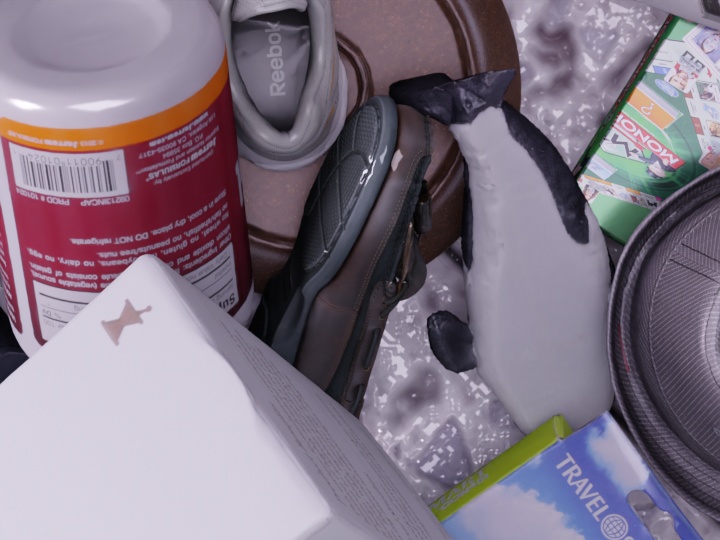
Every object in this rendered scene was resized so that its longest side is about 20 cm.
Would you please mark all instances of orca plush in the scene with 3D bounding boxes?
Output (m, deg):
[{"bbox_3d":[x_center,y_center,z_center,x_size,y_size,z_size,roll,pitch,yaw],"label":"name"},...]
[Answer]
[{"bbox_3d":[0.065,-0.012,1.376,0.105,0.071,0.200,-33,117,4],"label":"orca plush"}]

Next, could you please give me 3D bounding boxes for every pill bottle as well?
[{"bbox_3d":[-0.107,-0.022,1.315,0.113,0.113,0.200,-7,127,-3],"label":"pill bottle"}]

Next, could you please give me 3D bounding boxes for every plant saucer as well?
[{"bbox_3d":[-0.023,-0.085,1.388,0.200,0.034,0.201,0,94,-3],"label":"plant saucer"}]

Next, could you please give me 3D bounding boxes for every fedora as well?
[{"bbox_3d":[0.210,0.040,1.334,0.200,0.090,0.177,43,88,-16],"label":"fedora"}]

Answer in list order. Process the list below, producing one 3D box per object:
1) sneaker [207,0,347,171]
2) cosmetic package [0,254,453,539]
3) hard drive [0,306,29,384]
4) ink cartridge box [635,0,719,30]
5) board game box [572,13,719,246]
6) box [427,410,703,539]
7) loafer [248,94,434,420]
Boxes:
[{"bbox_3d":[-0.044,-0.143,1.320,0.076,0.092,0.200,-15,94,-3],"label":"sneaker"},{"bbox_3d":[-0.064,0.134,1.269,0.166,0.200,0.167,-42,51,5],"label":"cosmetic package"},{"bbox_3d":[-0.266,0.052,1.378,0.200,0.042,0.135,-36,94,0],"label":"hard drive"},{"bbox_3d":[0.192,-0.166,1.347,0.200,0.067,0.116,22,78,18],"label":"ink cartridge box"},{"bbox_3d":[0.211,-0.036,1.404,0.200,0.029,0.135,32,92,-4],"label":"board game box"},{"bbox_3d":[0.066,0.160,1.378,0.200,0.048,0.122,-36,100,10],"label":"box"},{"bbox_3d":[0.000,0.000,1.342,0.063,0.072,0.200,14,135,-15],"label":"loafer"}]
